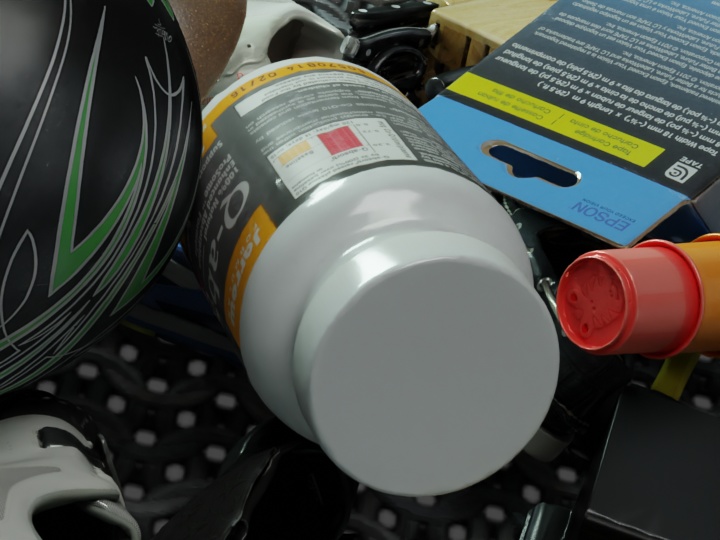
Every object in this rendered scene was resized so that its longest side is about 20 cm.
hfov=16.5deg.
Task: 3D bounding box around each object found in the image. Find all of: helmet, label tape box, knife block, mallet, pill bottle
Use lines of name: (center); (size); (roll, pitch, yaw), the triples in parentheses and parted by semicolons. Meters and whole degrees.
helmet: (-0.159, -0.046, 0.965); (0.199, 0.200, 0.192); (-4, 69, -19)
label tape box: (0.127, -0.063, 1.101); (0.144, 0.064, 0.200); (26, 51, 37)
knife block: (0.082, -0.084, 1.195); (0.199, 0.064, 0.176); (9, 26, -8)
mallet: (0.163, 0.036, 1.157); (0.066, 0.041, 0.200); (27, 41, 16)
pill bottle: (0.000, 0.000, 0.959); (0.116, 0.117, 0.200); (0, 22, -16)

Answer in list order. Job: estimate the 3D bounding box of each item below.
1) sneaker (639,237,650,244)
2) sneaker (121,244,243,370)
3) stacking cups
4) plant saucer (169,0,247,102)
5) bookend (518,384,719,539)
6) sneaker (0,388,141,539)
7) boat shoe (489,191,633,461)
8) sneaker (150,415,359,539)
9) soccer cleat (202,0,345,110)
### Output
sneaker: (0.172, -0.031, 1.179); (0.087, 0.075, 0.200); (10, 40, -3)
sneaker: (-0.029, 0.002, 1.100); (0.199, 0.082, 0.074); (17, 42, -4)
stacking cups: (0.161, 0.007, 1.014); (0.199, 0.061, 0.061); (-1, 42, -47)
plant saucer: (-0.147, -0.101, 1.126); (0.200, 0.037, 0.201); (-17, 42, 16)
bookend: (0.172, 0.101, 0.974); (0.198, 0.201, 0.092); (20, 43, 4)
sneaker: (-0.120, 0.097, 0.940); (0.088, 0.074, 0.200); (10, 12, 10)
boat shoe: (0.087, 0.010, 1.105); (0.076, 0.060, 0.200); (40, 22, -24)
sneaker: (-0.031, 0.098, 0.966); (0.060, 0.104, 0.200); (56, 40, -3)
soccer cleat: (-0.083, -0.082, 1.175); (0.077, 0.070, 0.200); (17, 37, 27)
